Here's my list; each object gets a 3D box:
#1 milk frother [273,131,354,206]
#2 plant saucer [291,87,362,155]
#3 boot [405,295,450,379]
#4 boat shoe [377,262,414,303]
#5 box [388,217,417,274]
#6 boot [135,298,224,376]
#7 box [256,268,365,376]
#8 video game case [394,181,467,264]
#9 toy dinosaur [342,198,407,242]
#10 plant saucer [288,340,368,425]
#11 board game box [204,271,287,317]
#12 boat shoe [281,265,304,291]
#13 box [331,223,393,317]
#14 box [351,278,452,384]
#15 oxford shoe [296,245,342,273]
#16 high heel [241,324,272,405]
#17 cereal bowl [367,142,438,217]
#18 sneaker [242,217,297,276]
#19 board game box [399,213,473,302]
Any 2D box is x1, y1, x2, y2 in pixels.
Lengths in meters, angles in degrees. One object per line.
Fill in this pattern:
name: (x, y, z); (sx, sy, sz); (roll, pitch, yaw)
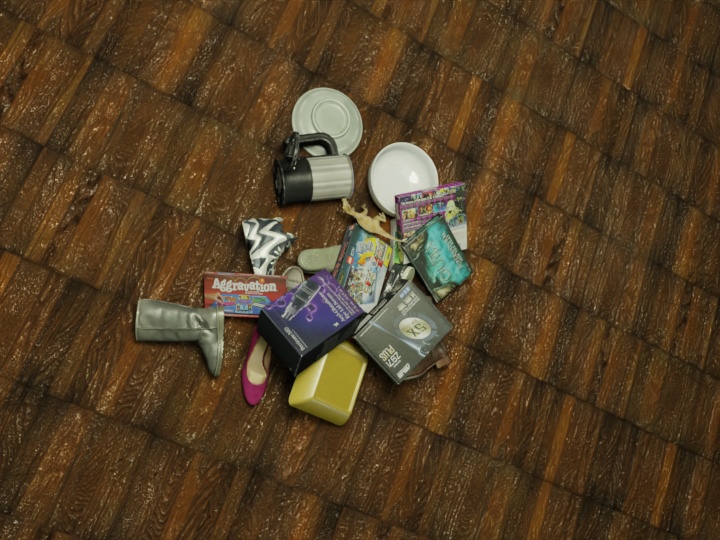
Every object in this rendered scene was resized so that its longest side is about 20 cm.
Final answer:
milk frother: (-0.109, -0.253, 1.466); (0.185, 0.200, 0.183); (-9, 104, -19)
plant saucer: (-0.083, -0.397, 1.584); (0.197, 0.050, 0.203); (2, 82, -18)
boot: (0.135, 0.173, 1.565); (0.184, 0.064, 0.203); (-17, 89, -28)
boat shoe: (0.070, 0.072, 1.555); (0.066, 0.074, 0.202); (27, 99, 25)
box: (0.176, -0.061, 1.627); (0.197, 0.036, 0.147); (5, 81, -16)
boot: (-0.418, 0.158, 1.383); (0.197, 0.072, 0.185); (0, 88, -17)
box: (-0.115, 0.117, 1.360); (0.199, 0.105, 0.148); (-34, 71, -33)
video game case: (0.188, -0.126, 1.567); (0.197, 0.036, 0.184); (-14, 113, -19)
toy dinosaur: (0.031, -0.118, 1.545); (0.199, 0.101, 0.059); (33, 114, -1)
plant saucer: (-0.061, 0.260, 1.446); (0.199, 0.048, 0.202); (34, 67, -41)
board game box: (-0.273, 0.060, 1.420); (0.197, 0.019, 0.105); (3, 102, 1)
boat shoe: (-0.174, 0.092, 1.475); (0.071, 0.068, 0.203); (6, 82, 2)
box: (0.000, 0.000, 1.526); (0.136, 0.037, 0.202); (30, 65, -29)
box: (0.098, 0.148, 1.471); (0.200, 0.086, 0.164); (-44, 98, -7)
oxford shoe: (-0.079, -0.024, 1.531); (0.198, 0.058, 0.076); (-1, 76, -33)
high heel: (-0.243, 0.219, 1.416); (0.066, 0.096, 0.203); (5, 80, -17)
cereal bowl: (0.107, -0.236, 1.604); (0.197, 0.083, 0.203); (2, 82, -17)
sneaker: (-0.210, -0.040, 1.473); (0.128, 0.080, 0.202); (-15, 77, -11)
board game box: (0.204, -0.030, 1.569); (0.135, 0.028, 0.201); (-39, 119, -7)
